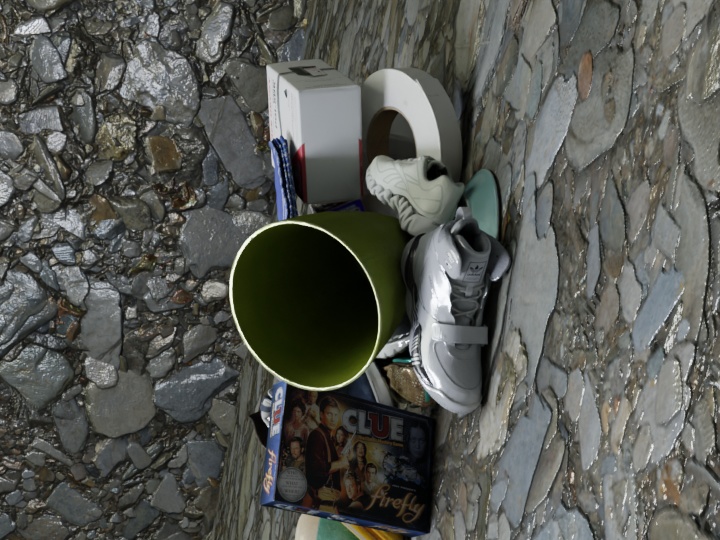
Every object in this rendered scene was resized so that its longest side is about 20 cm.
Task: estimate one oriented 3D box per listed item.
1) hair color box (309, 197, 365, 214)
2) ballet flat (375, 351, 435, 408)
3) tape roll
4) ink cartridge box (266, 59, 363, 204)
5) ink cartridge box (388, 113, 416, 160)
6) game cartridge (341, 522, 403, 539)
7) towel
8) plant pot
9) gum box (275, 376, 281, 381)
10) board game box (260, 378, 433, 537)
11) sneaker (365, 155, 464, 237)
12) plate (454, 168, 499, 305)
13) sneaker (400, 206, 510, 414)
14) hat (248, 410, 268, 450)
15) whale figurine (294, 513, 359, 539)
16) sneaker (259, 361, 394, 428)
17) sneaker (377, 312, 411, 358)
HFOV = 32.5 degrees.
[{"bbox_3d":[0.000,0.000,1.623,0.109,0.064,0.202,-132,19,-76],"label":"hair color box"},{"bbox_3d":[0.053,0.130,1.472,0.200,0.070,0.066,-179,80,-83],"label":"ballet flat"},{"bbox_3d":[0.052,-0.153,1.540,0.202,0.037,0.205,17,111,53],"label":"tape roll"},{"bbox_3d":[-0.062,-0.183,1.598,0.200,0.082,0.148,-131,37,-66],"label":"ink cartridge box"},{"bbox_3d":[0.036,-0.130,1.717,0.145,0.083,0.201,-99,21,-55],"label":"ink cartridge box"},{"bbox_3d":[-0.019,0.247,1.513,0.032,0.176,0.200,-40,23,12],"label":"game cartridge"},{"bbox_3d":[-0.090,-0.054,1.512,0.201,0.024,0.146,-101,8,-50],"label":"towel"},{"bbox_3d":[-0.015,0.009,1.372,0.200,0.186,0.189,-33,-38,-57],"label":"plant pot"},{"bbox_3d":[-0.064,0.063,1.758,0.113,0.066,0.201,-28,34,25],"label":"gum box"},{"bbox_3d":[-0.011,0.210,1.370,0.035,0.199,0.137,-29,50,52],"label":"board game box"},{"bbox_3d":[0.066,-0.099,1.428,0.082,0.075,0.200,-67,28,16],"label":"sneaker"},{"bbox_3d":[0.112,-0.016,1.375,0.200,0.025,0.202,-171,90,-80],"label":"plate"},{"bbox_3d":[0.100,0.037,1.251,0.115,0.074,0.202,-46,49,54],"label":"sneaker"},{"bbox_3d":[-0.057,0.220,1.716,0.081,0.199,0.201,-63,13,8],"label":"hat"},{"bbox_3d":[-0.025,0.387,1.654,0.200,0.103,0.161,60,-148,-67],"label":"whale figurine"},{"bbox_3d":[-0.064,0.113,1.473,0.077,0.145,0.203,97,151,-51],"label":"sneaker"},{"bbox_3d":[0.027,0.057,1.487,0.200,0.074,0.085,-13,96,61],"label":"sneaker"}]
